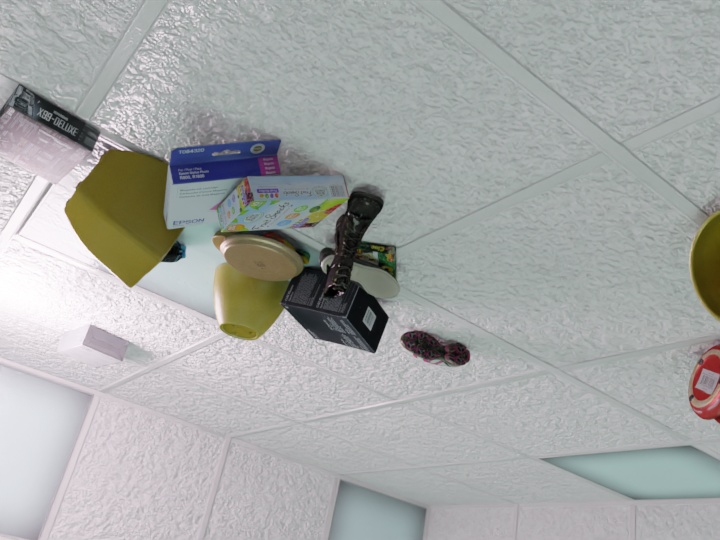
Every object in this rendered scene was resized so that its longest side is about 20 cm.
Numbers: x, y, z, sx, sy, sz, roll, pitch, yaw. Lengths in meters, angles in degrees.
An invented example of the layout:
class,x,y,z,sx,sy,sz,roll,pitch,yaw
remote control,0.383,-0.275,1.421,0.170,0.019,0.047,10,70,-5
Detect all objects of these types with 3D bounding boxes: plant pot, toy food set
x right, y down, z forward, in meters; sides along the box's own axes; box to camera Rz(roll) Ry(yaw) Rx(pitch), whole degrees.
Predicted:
class,x,y,z,sx,sy,sz,roll,pitch,yaw
plant pot,-0.282,0.088,1.720,0.200,0.142,0.200,10,152,5
toy food set,-0.221,-0.034,1.566,0.200,0.049,0.198,-8,147,33
plant pot,0.660,-0.011,1.113,0.142,0.200,0.200,-6,160,-24
plant pot,-0.454,-0.119,1.361,0.200,0.194,0.195,38,145,-18
plant pot,0.853,0.265,1.543,0.182,0.201,0.200,22,152,0

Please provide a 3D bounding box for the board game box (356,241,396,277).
class,x,y,z,sx,sy,sz,roll,pitch,yaw
board game box,0.029,-0.003,1.552,0.105,0.024,0.200,6,152,7

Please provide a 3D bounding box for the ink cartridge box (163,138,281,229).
class,x,y,z,sx,sy,sz,roll,pitch,yaw
ink cartridge box,-0.247,-0.152,1.247,0.196,0.043,0.200,-10,157,-24

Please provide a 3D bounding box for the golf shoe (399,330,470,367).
class,x,y,z,sx,sy,sz,roll,pitch,yaw
golf shoe,0.187,0.219,1.852,0.200,0.073,0.092,20,153,-16

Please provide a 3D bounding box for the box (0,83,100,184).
class,x,y,z,sx,sy,sz,roll,pitch,yaw
box,-0.607,-0.249,1.312,0.158,0.050,0.200,30,148,-32

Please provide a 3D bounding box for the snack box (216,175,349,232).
class,x,y,z,sx,sy,sz,roll,pitch,yaw
snack box,-0.141,-0.121,1.264,0.200,0.053,0.142,-6,163,-36

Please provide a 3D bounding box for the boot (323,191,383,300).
class,x,y,z,sx,sy,sz,roll,pitch,yaw
boot,-0.018,-0.041,1.331,0.069,0.174,0.200,17,153,-10

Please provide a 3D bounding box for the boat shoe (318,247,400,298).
class,x,y,z,sx,sy,sz,roll,pitch,yaw
boat shoe,0.000,0.000,1.501,0.200,0.057,0.067,23,115,-27

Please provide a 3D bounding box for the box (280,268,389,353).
class,x,y,z,sx,sy,sz,roll,pitch,yaw
box,-0.057,0.095,1.651,0.182,0.104,0.200,10,154,28

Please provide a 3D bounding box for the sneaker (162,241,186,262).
class,x,y,z,sx,sy,sz,roll,pitch,yaw
sneaker,-0.444,-0.053,1.565,0.082,0.073,0.200,5,-178,-4

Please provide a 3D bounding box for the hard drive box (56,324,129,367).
class,x,y,z,sx,sy,sz,roll,pitch,yaw
hard drive box,-0.919,0.263,2.385,0.200,0.077,0.156,-15,142,41
